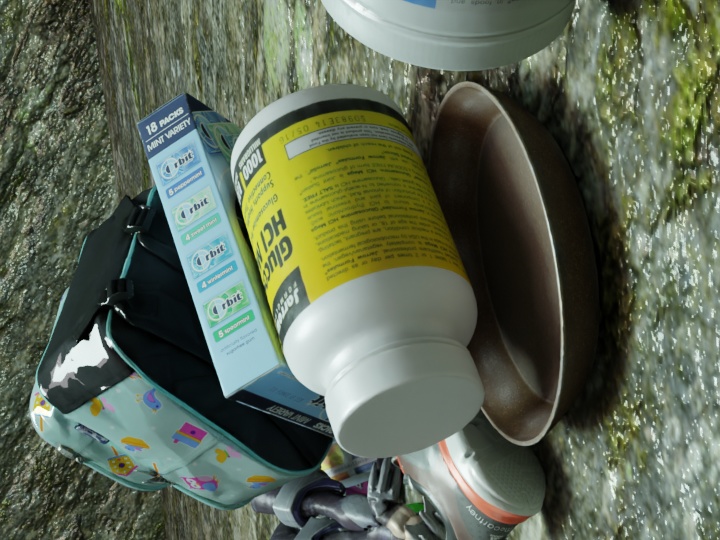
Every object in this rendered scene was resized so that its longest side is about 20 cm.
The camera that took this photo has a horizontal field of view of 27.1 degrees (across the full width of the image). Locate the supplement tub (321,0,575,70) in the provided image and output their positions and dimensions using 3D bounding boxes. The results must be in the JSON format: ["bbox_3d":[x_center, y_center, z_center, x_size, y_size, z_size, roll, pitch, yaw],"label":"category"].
[{"bbox_3d":[0.049,-0.199,0.630,0.200,0.132,0.132,98,157,-50],"label":"supplement tub"}]

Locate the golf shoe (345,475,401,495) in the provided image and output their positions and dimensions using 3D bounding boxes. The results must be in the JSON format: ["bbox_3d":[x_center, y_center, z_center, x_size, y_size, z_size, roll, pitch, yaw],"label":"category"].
[{"bbox_3d":[-0.060,0.129,1.209,0.200,0.075,0.092,37,-174,-14],"label":"golf shoe"}]

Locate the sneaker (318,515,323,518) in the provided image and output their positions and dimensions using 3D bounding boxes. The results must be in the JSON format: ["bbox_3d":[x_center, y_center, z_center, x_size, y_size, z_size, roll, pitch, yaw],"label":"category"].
[{"bbox_3d":[-0.036,0.271,1.364,0.200,0.085,0.077,-158,59,-74],"label":"sneaker"}]

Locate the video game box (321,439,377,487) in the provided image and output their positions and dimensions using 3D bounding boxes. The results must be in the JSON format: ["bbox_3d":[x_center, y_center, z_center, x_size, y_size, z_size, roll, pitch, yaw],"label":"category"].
[{"bbox_3d":[-0.003,0.056,1.084,0.200,0.047,0.183,-33,65,59],"label":"video game box"}]

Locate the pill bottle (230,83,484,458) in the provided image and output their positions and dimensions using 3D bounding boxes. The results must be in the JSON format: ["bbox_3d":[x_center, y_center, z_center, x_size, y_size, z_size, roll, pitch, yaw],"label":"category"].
[{"bbox_3d":[0.000,0.000,0.854,0.113,0.112,0.200,100,156,-53],"label":"pill bottle"}]

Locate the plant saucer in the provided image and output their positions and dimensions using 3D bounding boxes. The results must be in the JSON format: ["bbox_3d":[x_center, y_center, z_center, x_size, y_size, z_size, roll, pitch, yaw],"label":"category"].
[{"bbox_3d":[0.084,-0.006,0.818,0.200,0.034,0.201,170,90,-77],"label":"plant saucer"}]

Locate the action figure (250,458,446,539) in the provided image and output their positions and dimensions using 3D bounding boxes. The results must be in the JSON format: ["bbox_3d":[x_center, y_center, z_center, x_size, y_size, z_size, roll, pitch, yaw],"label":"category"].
[{"bbox_3d":[0.015,0.177,1.025,0.200,0.069,0.130,5,131,38],"label":"action figure"}]

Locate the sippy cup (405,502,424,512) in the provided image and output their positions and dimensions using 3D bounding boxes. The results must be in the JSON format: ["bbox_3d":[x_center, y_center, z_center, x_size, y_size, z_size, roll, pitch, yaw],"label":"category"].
[{"bbox_3d":[-0.002,0.256,1.134,0.178,0.130,0.140,101,155,-56],"label":"sippy cup"}]

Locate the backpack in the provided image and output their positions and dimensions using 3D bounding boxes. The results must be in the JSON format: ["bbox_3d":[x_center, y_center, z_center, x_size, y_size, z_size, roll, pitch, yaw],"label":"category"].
[{"bbox_3d":[-0.114,0.068,1.017,0.153,0.200,0.176,-40,28,34],"label":"backpack"}]

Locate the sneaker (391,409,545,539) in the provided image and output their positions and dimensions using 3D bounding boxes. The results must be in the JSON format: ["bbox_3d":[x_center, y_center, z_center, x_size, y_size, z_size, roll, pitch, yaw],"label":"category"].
[{"bbox_3d":[0.039,0.092,0.922,0.082,0.077,0.200,-56,38,29],"label":"sneaker"}]

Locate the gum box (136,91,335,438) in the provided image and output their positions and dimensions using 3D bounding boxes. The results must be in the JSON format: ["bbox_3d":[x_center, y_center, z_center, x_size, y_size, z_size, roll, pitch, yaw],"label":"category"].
[{"bbox_3d":[-0.054,0.003,0.958,0.170,0.045,0.200,31,-147,-57],"label":"gum box"}]
